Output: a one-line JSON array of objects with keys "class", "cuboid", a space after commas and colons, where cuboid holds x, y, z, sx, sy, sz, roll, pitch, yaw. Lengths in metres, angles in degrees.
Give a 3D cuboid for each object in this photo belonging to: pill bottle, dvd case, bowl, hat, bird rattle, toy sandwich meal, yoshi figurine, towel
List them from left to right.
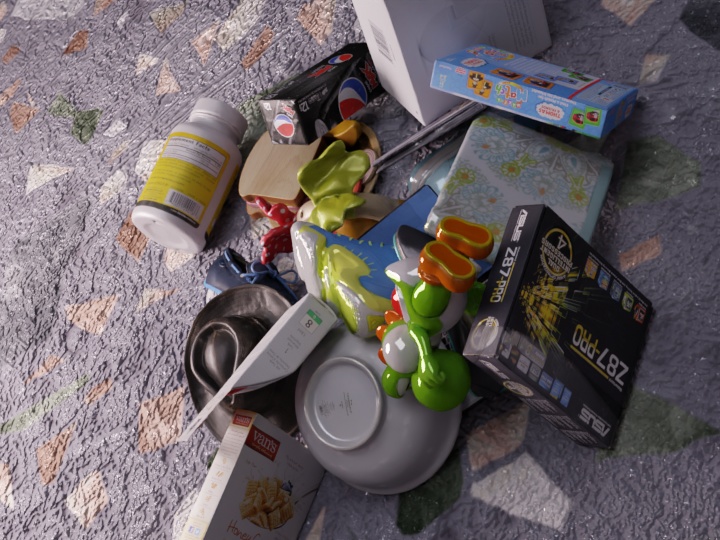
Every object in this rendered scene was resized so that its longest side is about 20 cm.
[{"class": "pill bottle", "cuboid": [-0.232, -0.135, 1.725, 0.110, 0.111, 0.202, 7, 65, 40]}, {"class": "hat", "cuboid": [-0.146, 0.115, 1.461, 0.197, 0.081, 0.205, -2, 84, 23]}, {"class": "toy sandwich meal", "cuboid": [-0.065, -0.131, 1.620, 0.203, 0.070, 0.208, -20, 51, 26]}, {"class": "bird rattle", "cuboid": [-0.031, -0.056, 1.487, 0.200, 0.161, 0.114, -44, 44, 53]}, {"class": "bowl", "cuboid": [0.002, 0.140, 1.314, 0.198, 0.090, 0.205, -3, 85, 29]}, {"class": "dvd case", "cuboid": [0.096, -0.173, 1.471, 0.147, 0.016, 0.200, -30, 6, 18]}, {"class": "yoshi figurine", "cuboid": [0.082, 0.058, 1.185, 0.113, 0.111, 0.202, -113, 31, -43]}, {"class": "towel", "cuboid": [0.175, -0.076, 1.325, 0.169, 0.049, 0.201, 21, 49, 7]}]

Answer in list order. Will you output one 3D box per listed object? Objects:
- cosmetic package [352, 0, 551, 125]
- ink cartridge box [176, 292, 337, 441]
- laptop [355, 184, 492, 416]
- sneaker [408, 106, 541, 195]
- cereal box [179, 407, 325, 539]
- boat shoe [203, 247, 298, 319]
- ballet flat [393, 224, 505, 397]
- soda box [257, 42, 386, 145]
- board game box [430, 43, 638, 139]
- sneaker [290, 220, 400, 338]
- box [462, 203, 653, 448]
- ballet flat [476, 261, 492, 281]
[{"class": "cosmetic package", "cuboid": [0.105, -0.325, 1.493, 0.198, 0.201, 0.123, -31, 43, -9]}, {"class": "ink cartridge box", "cuboid": [-0.114, 0.120, 1.338, 0.201, 0.050, 0.161, -52, 4, -14]}, {"class": "laptop", "cuboid": [0.061, 0.054, 1.342, 0.187, 0.115, 0.202, -38, 44, 27]}, {"class": "sneaker", "cuboid": [0.167, -0.114, 1.434, 0.199, 0.080, 0.131, -39, 59, -4]}, {"class": "cereal box", "cuboid": [-0.121, 0.270, 1.338, 0.039, 0.144, 0.203, 8, 67, 40]}, {"class": "boat shoe", "cuboid": [-0.134, 0.015, 1.564, 0.198, 0.084, 0.070, 23, 87, 42]}, {"class": "ballet flat", "cuboid": [0.106, 0.031, 1.269, 0.072, 0.073, 0.202, -29, 82, 18]}, {"class": "soda box", "cuboid": [-0.040, -0.233, 1.608, 0.070, 0.064, 0.200, 6, 33, 39]}, {"class": "board game box", "cuboid": [0.196, -0.203, 1.373, 0.197, 0.151, 0.037, 21, 114, 19]}, {"class": "sneaker", "cuboid": [0.000, 0.000, 1.341, 0.104, 0.077, 0.200, -18, 40, -19]}, {"class": "box", "cuboid": [0.195, 0.056, 1.195, 0.049, 0.199, 0.163, 0, 59, 49]}, {"class": "ballet flat", "cuboid": [0.081, 0.004, 1.421, 0.197, 0.068, 0.065, -12, 52, 23]}]
